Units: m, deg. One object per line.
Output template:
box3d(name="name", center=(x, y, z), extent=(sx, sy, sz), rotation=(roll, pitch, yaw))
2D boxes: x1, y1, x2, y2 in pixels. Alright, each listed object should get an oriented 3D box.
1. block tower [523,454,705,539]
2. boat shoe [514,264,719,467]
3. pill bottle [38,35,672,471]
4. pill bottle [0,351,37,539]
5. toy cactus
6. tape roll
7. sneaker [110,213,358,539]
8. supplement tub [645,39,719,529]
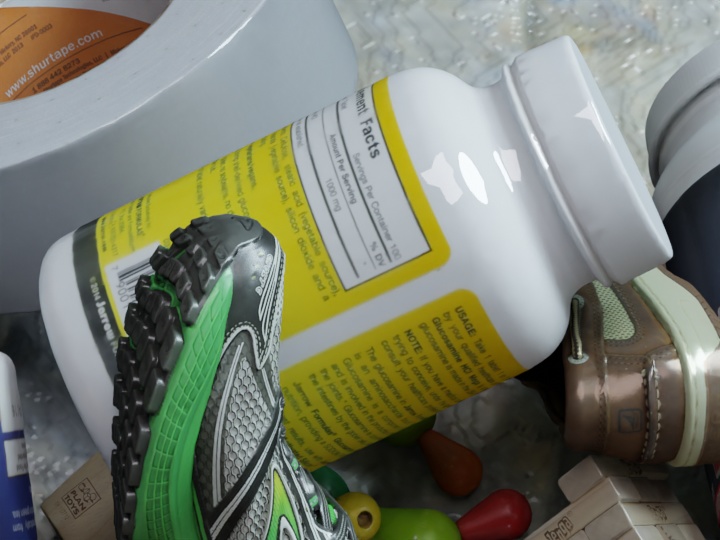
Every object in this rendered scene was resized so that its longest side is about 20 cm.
box3d(name="block tower", center=(0.125, 0.161, 0.974), extent=(0.058, 0.054, 0.200), rotation=(-39, 68, 23))
box3d(name="boat shoe", center=(0.074, 0.012, 1.039), extent=(0.075, 0.075, 0.202), rotation=(-6, 19, -12))
box3d(name="pill bottle", center=(0.000, 0.000, 0.956), extent=(0.200, 0.112, 0.113), rotation=(-25, 58, 9))
box3d(name="pill bottle", center=(-0.161, 0.132, 0.944), extent=(0.111, 0.111, 0.201), rotation=(-7, 88, -5))
box3d(name="toy cactus", center=(-0.044, 0.056, 1.054), extent=(0.165, 0.102, 0.200), rotation=(-34, 71, -10))
box3d(name="tape roll", center=(-0.104, -0.071, 1.086), extent=(0.200, 0.066, 0.200), rotation=(-19, 31, 12))
box3d(name="sneaker", center=(-0.038, 0.073, 0.891), extent=(0.085, 0.201, 0.078), rotation=(-2, 28, -9))
box3d(name="supplement tub", center=(0.187, 0.016, 1.044), extent=(0.140, 0.141, 0.200), rotation=(-7, 57, -5))
